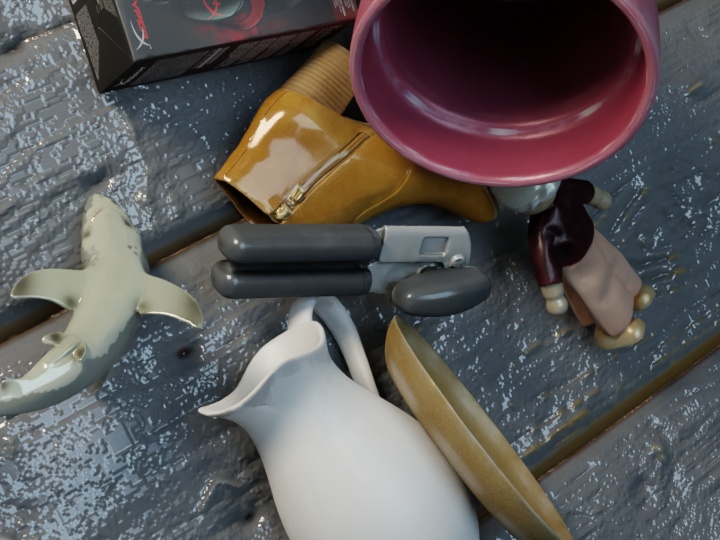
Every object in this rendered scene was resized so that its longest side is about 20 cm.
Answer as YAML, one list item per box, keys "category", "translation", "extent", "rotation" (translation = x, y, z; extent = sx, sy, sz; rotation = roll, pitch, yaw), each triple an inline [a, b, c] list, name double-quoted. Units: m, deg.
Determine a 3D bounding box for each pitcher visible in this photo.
- category: "pitcher"
  translation: [-0.001, 0.120, 0.908]
  extent: [0.200, 0.121, 0.172]
  rotation: [53, 32, -14]

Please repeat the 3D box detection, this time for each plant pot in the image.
- category: "plant pot"
  translation: [0.101, -0.186, 0.912]
  extent: [0.200, 0.200, 0.179]
  rotation: [31, 44, -23]
- category: "plant pot"
  translation: [0.076, 0.117, 0.921]
  extent: [0.027, 0.200, 0.200]
  rotation: [-39, 105, 5]

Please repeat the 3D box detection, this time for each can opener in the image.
- category: "can opener"
  translation: [0.000, 0.000, 0.914]
  extent: [0.200, 0.067, 0.053]
  rotation: [-1, 118, -31]

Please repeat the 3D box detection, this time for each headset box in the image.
- category: "headset box"
  translation: [-0.101, -0.219, 0.920]
  extent: [0.200, 0.075, 0.149]
  rotation: [-17, 89, -32]

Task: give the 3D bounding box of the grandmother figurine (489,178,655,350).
- category: "grandmother figurine"
  translation: [0.158, -0.020, 1.022]
  extent: [0.200, 0.060, 0.121]
  rotation: [50, 41, -34]

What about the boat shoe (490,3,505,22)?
- category: "boat shoe"
  translation: [0.111, -0.179, 1.045]
  extent: [0.074, 0.066, 0.200]
  rotation: [-26, 95, -31]

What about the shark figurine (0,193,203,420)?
- category: "shark figurine"
  translation: [-0.185, 0.057, 0.828]
  extent: [0.128, 0.090, 0.215]
  rotation: [32, 53, 14]

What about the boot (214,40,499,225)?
- category: "boot"
  translation: [-0.002, -0.052, 0.966]
  extent: [0.201, 0.071, 0.144]
  rotation: [40, 75, -25]
